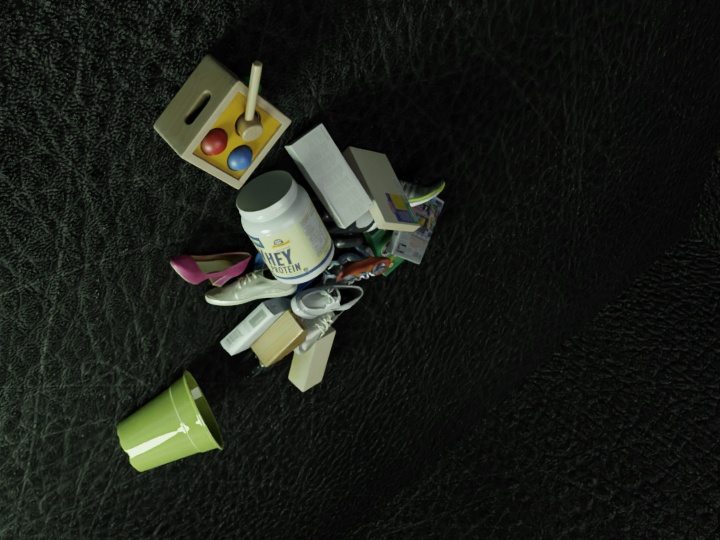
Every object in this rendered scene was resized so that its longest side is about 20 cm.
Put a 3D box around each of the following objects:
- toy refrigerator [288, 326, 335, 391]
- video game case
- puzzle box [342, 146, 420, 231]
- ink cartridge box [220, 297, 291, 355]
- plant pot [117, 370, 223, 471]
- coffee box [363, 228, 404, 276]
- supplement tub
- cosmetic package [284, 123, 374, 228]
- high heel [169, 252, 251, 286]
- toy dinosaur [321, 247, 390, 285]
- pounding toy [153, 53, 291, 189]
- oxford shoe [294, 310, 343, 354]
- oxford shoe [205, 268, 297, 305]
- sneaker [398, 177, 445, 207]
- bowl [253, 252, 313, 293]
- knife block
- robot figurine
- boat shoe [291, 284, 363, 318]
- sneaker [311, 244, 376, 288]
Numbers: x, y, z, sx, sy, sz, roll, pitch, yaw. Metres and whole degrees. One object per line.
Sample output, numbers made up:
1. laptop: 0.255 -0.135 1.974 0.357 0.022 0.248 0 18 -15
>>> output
1. toy refrigerator: -0.135 0.226 1.941 0.076 0.070 0.201 -26 145 -41
2. video game case: 0.143 -0.116 1.850 0.200 0.023 0.183 16 96 -63
3. puzzle box: 0.046 -0.177 1.571 0.025 0.201 0.133 -37 156 32
4. ink cartridge box: -0.221 0.120 1.717 0.162 0.057 0.200 -42 174 23
5. plant pot: -0.441 0.359 1.639 0.189 0.200 0.200 -26 146 -7
6. coffee box: 0.078 -0.082 1.860 0.123 0.044 0.200 -42 149 -10
7. supplement tub: -0.152 -0.087 1.454 0.145 0.145 0.200 -38 131 -12
8. cosmetic package: -0.062 -0.190 1.455 0.082 0.051 0.200 -37 108 -11
9. high heel: -0.299 -0.018 1.450 0.096 0.067 0.200 -40 155 10
10. toy dinosaur: 0.000 0.000 1.704 0.181 0.200 0.105 -1 118 -20
11. pounding toy: -0.215 -0.259 1.209 0.200 0.142 0.184 -50 149 8
12. oxford shoe: -0.101 0.127 1.814 0.200 0.058 0.075 -52 129 -21
13. oxford shoe: -0.237 0.030 1.547 0.199 0.075 0.058 -10 122 -1
14. sneaker: 0.111 -0.188 1.712 0.199 0.081 0.074 -23 -175 -16
15. bowl: -0.157 -0.027 1.646 0.200 0.039 0.201 -31 146 -24
16. knife block: -0.213 0.183 1.698 0.175 0.064 0.200 -37 171 -16
17. robot figurine: -0.030 -0.143 1.582 0.200 0.125 0.151 -3 133 -48
18. boat shoe: -0.076 0.062 1.691 0.200 0.074 0.065 -14 165 -48
19. sneaker: -0.047 0.005 1.800 0.200 0.075 0.081 -32 128 -20
